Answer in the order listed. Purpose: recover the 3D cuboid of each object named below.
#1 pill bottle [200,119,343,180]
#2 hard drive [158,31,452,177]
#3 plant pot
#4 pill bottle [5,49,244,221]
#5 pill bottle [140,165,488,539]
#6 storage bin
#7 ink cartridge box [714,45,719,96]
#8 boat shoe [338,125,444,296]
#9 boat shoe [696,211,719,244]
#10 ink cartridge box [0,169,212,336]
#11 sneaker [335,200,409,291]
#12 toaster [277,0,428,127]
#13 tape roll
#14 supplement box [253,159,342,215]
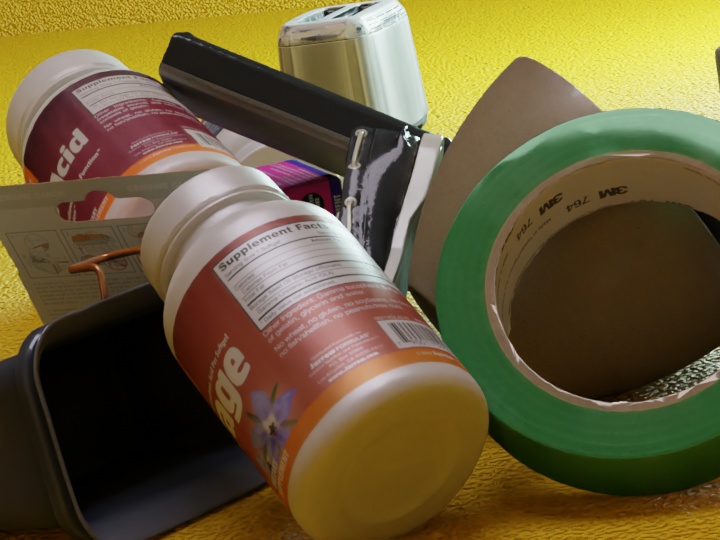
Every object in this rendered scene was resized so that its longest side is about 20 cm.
[{"bbox_3d":[-0.070,-0.069,2.120,0.119,0.120,0.200,-10,11,-5],"label":"pill bottle"},{"bbox_3d":[-0.032,-0.095,1.802,0.199,0.033,0.140,22,-6,3],"label":"hard drive"},{"bbox_3d":[0.105,-0.002,1.559,0.134,0.200,0.200,-41,17,-6],"label":"plant pot"},{"bbox_3d":[-0.146,-0.059,1.739,0.114,0.115,0.200,-14,32,-23],"label":"pill bottle"},{"bbox_3d":[-0.030,0.037,1.392,0.112,0.113,0.200,-15,44,-27],"label":"pill bottle"},{"bbox_3d":[-0.143,0.068,1.508,0.134,0.146,0.200,-13,6,40],"label":"storage bin"},{"bbox_3d":[0.269,-0.021,1.414,0.045,0.201,0.176,-18,14,-36],"label":"ink cartridge box"},{"bbox_3d":[0.000,0.000,1.591,0.060,0.076,0.201,11,49,8],"label":"boat shoe"},{"bbox_3d":[0.231,-0.003,1.566,0.059,0.072,0.200,-13,41,-30],"label":"boat shoe"},{"bbox_3d":[-0.112,0.008,1.605,0.162,0.201,0.057,-4,38,24],"label":"ink cartridge box"},{"bbox_3d":[0.064,-0.011,1.713,0.085,0.077,0.200,17,0,44],"label":"sneaker"},{"bbox_3d":[-0.012,-0.179,2.587,0.113,0.130,0.200,-6,12,21],"label":"toaster"},{"bbox_3d":[0.139,0.014,1.399,0.199,0.201,0.048,-7,-29,10],"label":"tape roll"},{"bbox_3d":[-0.113,-0.002,1.875,0.199,0.102,0.103,-14,14,-17],"label":"supplement box"}]
